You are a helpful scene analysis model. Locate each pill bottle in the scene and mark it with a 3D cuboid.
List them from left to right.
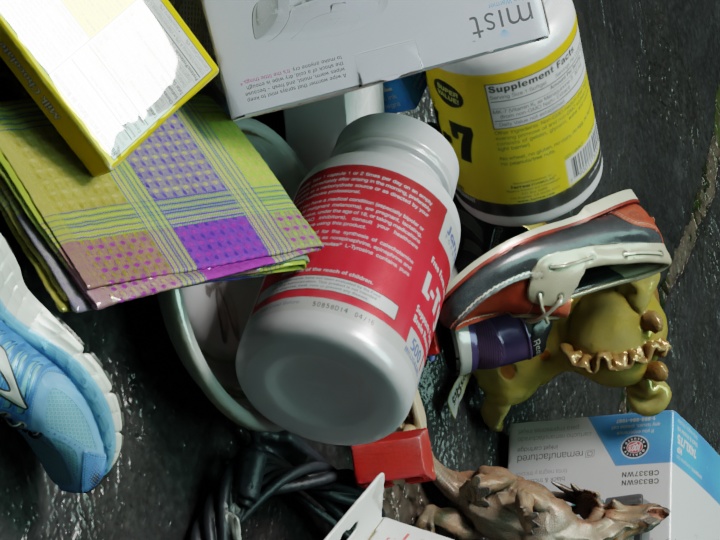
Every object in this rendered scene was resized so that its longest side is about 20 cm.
[{"bbox_3d":[0.000,0.000,1.269,0.113,0.112,0.201,56,38,-37],"label":"pill bottle"},{"bbox_3d":[0.102,-0.140,1.425,0.115,0.113,0.201,-67,150,-44],"label":"pill bottle"}]

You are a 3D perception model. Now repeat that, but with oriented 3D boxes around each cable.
[{"bbox_3d":[-0.038,0.199,1.312,0.200,0.050,0.164,49,43,-45],"label":"cable"}]

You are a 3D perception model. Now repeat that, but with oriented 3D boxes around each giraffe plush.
[{"bbox_3d":[0.167,0.035,1.589,0.173,0.161,0.201,61,35,-47],"label":"giraffe plush"}]

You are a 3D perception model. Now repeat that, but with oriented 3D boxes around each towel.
[{"bbox_3d":[-0.125,-0.045,1.153,0.199,0.023,0.144,-13,60,-48],"label":"towel"}]

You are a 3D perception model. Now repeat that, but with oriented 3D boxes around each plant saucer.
[{"bbox_3d":[-0.082,0.004,1.288,0.200,0.050,0.202,23,63,-57],"label":"plant saucer"}]

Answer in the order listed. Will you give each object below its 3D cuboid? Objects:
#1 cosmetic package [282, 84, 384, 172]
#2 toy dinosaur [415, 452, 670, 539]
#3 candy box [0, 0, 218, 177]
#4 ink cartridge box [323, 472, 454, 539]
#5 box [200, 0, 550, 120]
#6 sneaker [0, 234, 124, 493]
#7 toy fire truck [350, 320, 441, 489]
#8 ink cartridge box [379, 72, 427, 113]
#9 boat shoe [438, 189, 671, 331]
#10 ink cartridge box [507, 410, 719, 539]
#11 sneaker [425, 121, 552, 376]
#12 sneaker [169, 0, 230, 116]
[{"bbox_3d":[-0.020,-0.129,1.369,0.083,0.050,0.201,-66,160,-47],"label":"cosmetic package"},{"bbox_3d":[0.119,0.181,1.530,0.135,0.199,0.086,-34,150,-63],"label":"toy dinosaur"},{"bbox_3d":[-0.171,-0.160,1.118,0.102,0.026,0.201,-45,106,-33],"label":"candy box"},{"bbox_3d":[0.016,0.244,1.300,0.117,0.067,0.201,-47,143,-47],"label":"ink cartridge box"},{"bbox_3d":[-0.004,-0.200,1.219,0.097,0.198,0.178,-111,-174,-81],"label":"box"},{"bbox_3d":[-0.202,0.052,1.061,0.090,0.078,0.201,-53,127,-28],"label":"sneaker"},{"bbox_3d":[0.026,0.072,1.406,0.200,0.048,0.142,-5,85,-80],"label":"toy fire truck"},{"bbox_3d":[-0.013,-0.228,1.439,0.201,0.084,0.146,63,34,-32],"label":"ink cartridge box"},{"bbox_3d":[0.137,0.004,1.450,0.199,0.071,0.063,-23,76,-31],"label":"boat shoe"},{"bbox_3d":[0.207,0.235,1.635,0.146,0.146,0.202,40,48,-54],"label":"ink cartridge box"},{"bbox_3d":[0.091,-0.020,1.524,0.076,0.087,0.201,95,-16,-68],"label":"sneaker"},{"bbox_3d":[-0.092,-0.199,1.290,0.077,0.086,0.202,-3,84,-60],"label":"sneaker"}]
